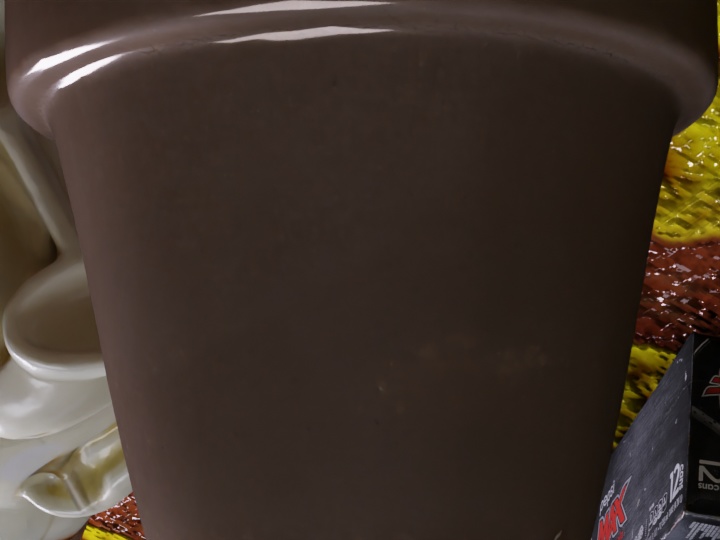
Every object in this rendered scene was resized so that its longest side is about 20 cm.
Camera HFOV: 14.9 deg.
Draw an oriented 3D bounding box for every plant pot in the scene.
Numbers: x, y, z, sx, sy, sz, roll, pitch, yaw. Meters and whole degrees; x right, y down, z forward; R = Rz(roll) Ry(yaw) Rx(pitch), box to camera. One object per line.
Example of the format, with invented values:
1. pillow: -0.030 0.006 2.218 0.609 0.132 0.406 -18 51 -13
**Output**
1. plant pot: 0.000 0.000 0.742 0.199 0.176 0.200 0 170 0

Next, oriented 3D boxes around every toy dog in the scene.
1. toy dog: -0.126 0.037 0.913 0.140 0.193 0.200 50 158 20

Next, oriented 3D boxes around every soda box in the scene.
1. soda box: 0.117 0.099 0.984 0.063 0.071 0.200 11 151 -7

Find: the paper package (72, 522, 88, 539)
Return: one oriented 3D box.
1. paper package: -0.209 0.114 1.071 0.103 0.191 0.200 3 143 23
